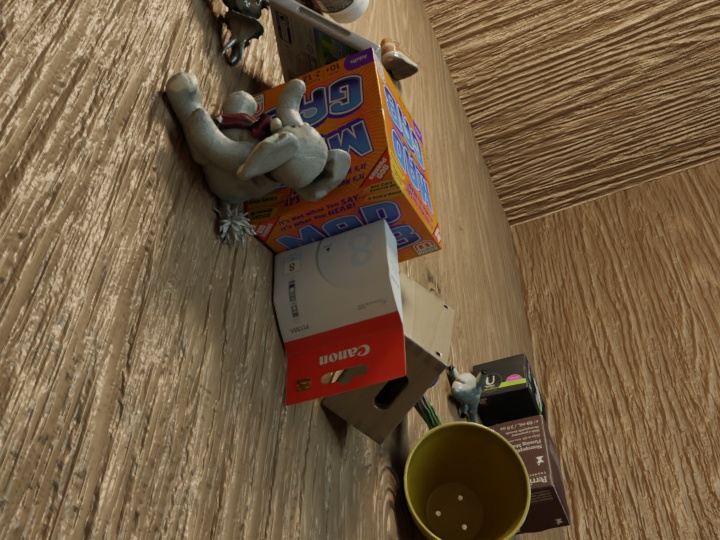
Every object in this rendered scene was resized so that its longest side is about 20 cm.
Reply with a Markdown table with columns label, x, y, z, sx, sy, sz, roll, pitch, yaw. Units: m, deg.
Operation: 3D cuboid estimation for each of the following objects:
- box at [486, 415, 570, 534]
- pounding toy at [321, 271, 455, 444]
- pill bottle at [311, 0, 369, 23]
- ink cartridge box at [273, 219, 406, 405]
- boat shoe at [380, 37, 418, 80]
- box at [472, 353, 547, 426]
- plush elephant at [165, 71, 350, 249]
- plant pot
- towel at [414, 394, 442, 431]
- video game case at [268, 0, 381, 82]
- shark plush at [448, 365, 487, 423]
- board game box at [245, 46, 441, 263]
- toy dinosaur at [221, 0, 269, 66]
| label | x | y | z | sx | sy | sz | roll | pitch | yaw |
| --- | --- | --- | --- | --- | --- | --- | --- | --- | --- |
| box | 0.386 | 0.485 | 1.796 | 0.202 | 0.163 | 0.166 | -86 | 154 | -50 |
| pounding toy | 0.049 | 0.138 | 1.062 | 0.141 | 0.201 | 0.185 | 34 | 25 | -5 |
| pill bottle | -0.059 | -0.563 | 1.450 | 0.200 | 0.114 | 0.118 | 30 | 46 | -66 |
| ink cartridge box | -0.029 | 0.048 | 0.919 | 0.047 | 0.157 | 0.203 | 54 | 26 | -47 |
| boat shoe | 0.102 | -0.566 | 2.024 | 0.200 | 0.074 | 0.073 | 11 | 62 | -72 |
| box | 0.384 | 0.339 | 1.948 | 0.125 | 0.146 | 0.202 | -78 | 147 | -54 |
| plush elephant | -0.105 | -0.142 | 0.857 | 0.164 | 0.152 | 0.204 | 10 | 66 | -66 |
| plant pot | 0.161 | 0.367 | 1.221 | 0.143 | 0.195 | 0.203 | 94 | -7 | -55 |
| towel | 0.070 | 0.169 | 1.258 | 0.202 | 0.023 | 0.153 | 62 | -5 | -30 |
| video game case | -0.045 | -0.283 | 1.095 | 0.022 | 0.181 | 0.201 | -50 | 160 | -21 |
| shark plush | 0.233 | 0.295 | 1.728 | 0.202 | 0.089 | 0.084 | 84 | 24 | -51 |
| board game box | -0.025 | -0.129 | 1.026 | 0.200 | 0.196 | 0.204 | 45 | 33 | -57 |
| toy dinosaur | -0.169 | -0.383 | 1.018 | 0.102 | 0.075 | 0.204 | -90 | 165 | -76 |
